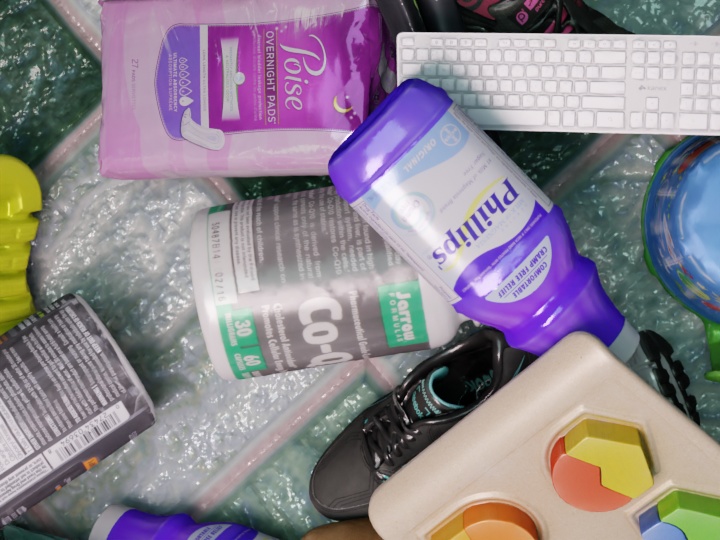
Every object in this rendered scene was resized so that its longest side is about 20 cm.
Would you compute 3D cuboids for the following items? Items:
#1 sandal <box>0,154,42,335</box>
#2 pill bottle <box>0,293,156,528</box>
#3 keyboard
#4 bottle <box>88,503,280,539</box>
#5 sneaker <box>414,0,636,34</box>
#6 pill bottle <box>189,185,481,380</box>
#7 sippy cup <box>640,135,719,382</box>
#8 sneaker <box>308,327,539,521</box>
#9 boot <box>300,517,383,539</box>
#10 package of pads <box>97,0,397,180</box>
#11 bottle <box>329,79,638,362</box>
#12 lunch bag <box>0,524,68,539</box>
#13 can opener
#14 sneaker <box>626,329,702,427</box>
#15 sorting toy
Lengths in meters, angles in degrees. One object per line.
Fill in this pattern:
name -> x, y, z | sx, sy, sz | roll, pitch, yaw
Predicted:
sandal -> -0.268, 0.013, 1.061 | 0.087, 0.079, 0.201 | 21, 104, 47
pill bottle -> -0.241, 0.109, 1.000 | 0.200, 0.106, 0.106 | -33, 84, -13
keyboard -> 0.119, -0.108, 0.884 | 0.199, 0.011, 0.056 | 3, 101, 13
bottle -> -0.086, 0.207, 1.012 | 0.200, 0.084, 0.065 | 18, 123, 23
sneaker -> 0.113, -0.150, 0.971 | 0.200, 0.084, 0.077 | 29, 89, 9
pill bottle -> 0.000, 0.000, 0.976 | 0.199, 0.113, 0.113 | -10, 88, 4
sippy cup -> 0.237, -0.030, 0.926 | 0.139, 0.130, 0.178 | -28, 86, 10
sneaker -> 0.036, 0.092, 0.977 | 0.200, 0.079, 0.076 | -38, 62, 19
boot -> 0.055, 0.162, 0.964 | 0.199, 0.074, 0.076 | -3, 124, 4
package of pads -> -0.074, -0.121, 1.005 | 0.199, 0.076, 0.121 | 0, 92, 17
bottle -> 0.075, -0.015, 0.879 | 0.084, 0.065, 0.200 | -44, 99, 4
lunch bag -> -0.229, 0.264, 0.994 | 0.122, 0.200, 0.171 | -4, 92, -15
can opener -> 0.040, -0.153, 0.940 | 0.079, 0.063, 0.200 | -4, 110, 51
sneaker -> 0.184, 0.143, 0.973 | 0.090, 0.078, 0.200 | -22, 84, 25
sorting toy -> 0.133, 0.152, 0.893 | 0.200, 0.037, 0.185 | 41, 116, -15
